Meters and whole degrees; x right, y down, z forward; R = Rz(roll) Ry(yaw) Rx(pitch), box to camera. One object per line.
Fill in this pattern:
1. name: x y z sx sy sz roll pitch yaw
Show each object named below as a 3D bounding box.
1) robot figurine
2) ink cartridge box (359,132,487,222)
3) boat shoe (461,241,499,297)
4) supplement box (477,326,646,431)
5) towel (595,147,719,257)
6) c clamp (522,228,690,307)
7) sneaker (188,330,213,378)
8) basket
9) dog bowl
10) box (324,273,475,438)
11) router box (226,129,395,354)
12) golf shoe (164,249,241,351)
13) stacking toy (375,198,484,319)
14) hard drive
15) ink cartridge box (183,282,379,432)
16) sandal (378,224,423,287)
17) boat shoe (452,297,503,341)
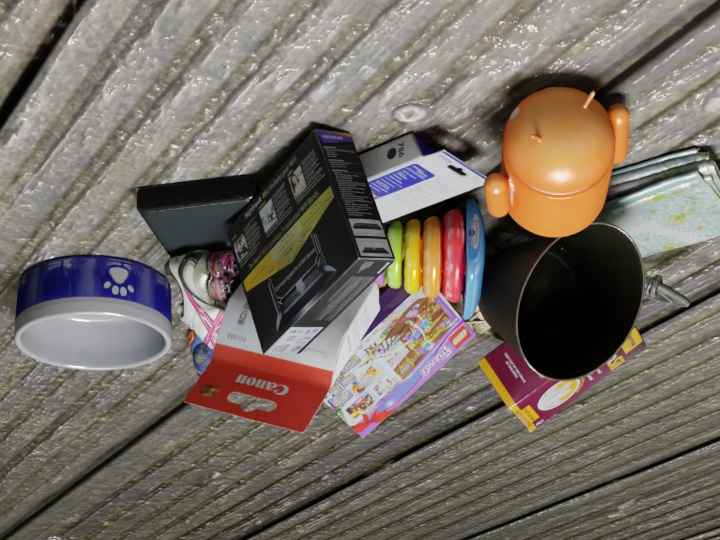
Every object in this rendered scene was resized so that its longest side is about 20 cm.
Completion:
1. robot figurine: 0.201 -0.111 1.402 0.142 0.118 0.200 6 157 7
2. ink cartridge box: 0.038 -0.098 1.506 0.198 0.040 0.099 -18 151 33
3. boat shoe: 0.181 0.020 1.726 0.198 0.075 0.076 13 143 -31
4. supplement box: 0.270 0.111 1.832 0.199 0.086 0.110 -37 149 5
5. towel: 0.337 -0.067 1.591 0.198 0.049 0.171 -16 152 28
6. c clamp: 0.305 0.006 1.687 0.198 0.027 0.171 19 174 22
7. sneaker: -0.142 0.115 1.908 0.197 0.079 0.075 -8 156 13
8. basket: 0.215 0.028 1.569 0.135 0.182 0.200 32 176 -13
9. dog bowl: -0.341 0.057 1.761 0.197 0.080 0.201 -2 156 -1
10. box: 0.035 0.103 1.716 0.200 0.039 0.137 -42 133 0
11. router box: -0.058 -0.027 1.463 0.052 0.159 0.200 2 148 -38
12. golf shoe: -0.172 0.054 1.659 0.091 0.073 0.202 2 130 20
13. stacking toy: 0.044 -0.018 1.596 0.197 0.117 0.110 2 145 3
14. hard drive: -0.166 -0.045 1.608 0.138 0.033 0.200 -6 156 8
15. ink cartridge box: -0.089 0.078 1.542 0.161 0.200 0.058 11 131 25
16. sandal: 0.000 0.000 1.677 0.198 0.055 0.080 -19 156 4
17. boat shoe: 0.161 0.048 1.805 0.071 0.065 0.199 -23 148 39
